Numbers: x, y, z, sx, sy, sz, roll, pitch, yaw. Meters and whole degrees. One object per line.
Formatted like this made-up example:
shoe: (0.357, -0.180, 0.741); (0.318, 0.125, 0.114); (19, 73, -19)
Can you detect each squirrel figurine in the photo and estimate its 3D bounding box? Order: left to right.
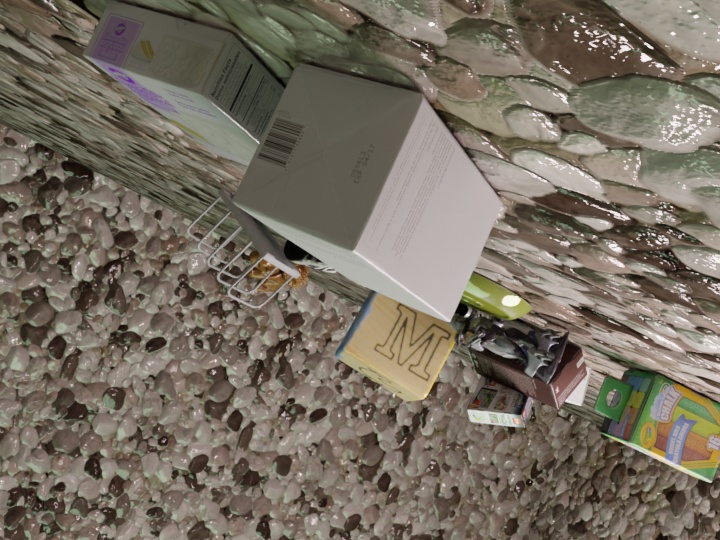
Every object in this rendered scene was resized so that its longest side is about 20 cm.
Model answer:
squirrel figurine: (-0.248, -0.017, 2.352); (0.197, 0.143, 0.187); (11, 163, 5)

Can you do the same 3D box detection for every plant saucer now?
plant saucer: (0.174, 0.033, 1.229); (0.198, 0.031, 0.200); (26, 175, 2)

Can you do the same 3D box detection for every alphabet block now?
alphabet block: (0.081, 0.146, 1.665); (0.199, 0.198, 0.195); (31, 168, -1)

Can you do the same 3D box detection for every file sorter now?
file sorter: (-0.247, -0.039, 1.605); (0.200, 0.124, 0.139); (51, -171, 30)

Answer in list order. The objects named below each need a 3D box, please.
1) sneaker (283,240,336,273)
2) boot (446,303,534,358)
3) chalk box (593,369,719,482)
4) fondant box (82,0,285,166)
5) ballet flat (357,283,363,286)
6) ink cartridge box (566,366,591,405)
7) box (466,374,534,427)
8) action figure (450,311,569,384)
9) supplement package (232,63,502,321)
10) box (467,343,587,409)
sneaker: (-0.082, -0.030, 1.576); (0.088, 0.075, 0.199); (32, 172, -38)
boot: (0.226, 0.101, 1.431); (0.199, 0.074, 0.095); (13, 164, 48)
chalk box: (0.493, 0.246, 1.294); (0.198, 0.126, 0.124); (25, 175, -3)
fondant box: (-0.128, -0.153, 0.701); (0.143, 0.059, 0.200); (23, 173, 28)
ballet flat: (0.000, 0.000, 1.463); (0.063, 0.068, 0.200); (59, -172, 23)
ink cartridge box: (0.381, 0.222, 1.678); (0.144, 0.089, 0.200); (18, 173, -15)
box: (0.290, 0.215, 1.501); (0.109, 0.200, 0.035); (1, 127, 31)
action figure: (0.236, 0.108, 1.281); (0.198, 0.070, 0.130); (20, -143, 19)
supplement package: (0.016, -0.055, 0.628); (0.119, 0.122, 0.200); (21, 173, 31)
box: (0.311, 0.170, 1.450); (0.199, 0.100, 0.075); (20, 143, 48)
